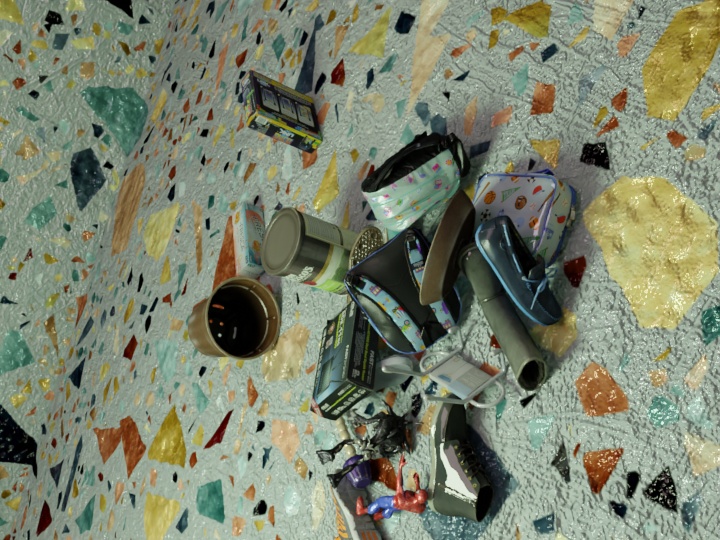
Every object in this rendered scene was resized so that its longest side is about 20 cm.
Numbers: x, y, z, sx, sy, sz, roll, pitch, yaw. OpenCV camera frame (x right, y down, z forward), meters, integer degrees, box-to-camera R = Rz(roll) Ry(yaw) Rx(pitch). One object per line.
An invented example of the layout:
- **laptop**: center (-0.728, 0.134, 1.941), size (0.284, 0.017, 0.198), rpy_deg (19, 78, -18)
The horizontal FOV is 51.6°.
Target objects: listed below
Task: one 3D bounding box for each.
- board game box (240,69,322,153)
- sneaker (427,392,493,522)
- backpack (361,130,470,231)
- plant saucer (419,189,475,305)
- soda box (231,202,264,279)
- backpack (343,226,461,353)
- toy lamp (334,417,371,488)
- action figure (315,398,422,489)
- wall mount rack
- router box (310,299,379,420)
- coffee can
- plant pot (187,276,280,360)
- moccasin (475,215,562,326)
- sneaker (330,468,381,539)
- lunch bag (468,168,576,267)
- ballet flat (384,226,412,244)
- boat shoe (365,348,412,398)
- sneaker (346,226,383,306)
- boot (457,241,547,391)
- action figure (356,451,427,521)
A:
- **board game box**: center (-0.203, -0.404, 1.903), size (0.057, 0.198, 0.167), rpy_deg (-43, 45, 34)
- **sneaker**: center (0.176, 0.310, 1.242), size (0.105, 0.074, 0.204), rpy_deg (-1, 84, 47)
- **backpack**: center (0.103, -0.172, 1.429), size (0.199, 0.127, 0.167), rpy_deg (-35, 14, -7)
- **plant saucer**: center (0.151, -0.033, 1.240), size (0.034, 0.200, 0.203), rpy_deg (20, 92, 16)
- **soda box**: center (-0.298, -0.081, 2.005), size (0.068, 0.063, 0.203), rpy_deg (-37, 50, 37)
- **backpack**: center (0.086, 0.044, 1.386), size (0.182, 0.201, 0.135), rpy_deg (-36, -1, -1)
- **toy lamp**: center (-0.025, 0.342, 1.491), size (0.058, 0.058, 0.201), rpy_deg (-51, 41, 26)
- **action figure**: center (0.014, 0.314, 1.387), size (0.120, 0.198, 0.102), rpy_deg (64, 166, -9)
- **wall mount rack**: center (0.144, 0.172, 1.262), size (0.199, 0.172, 0.075), rpy_deg (26, 140, 52)
- **router box**: center (-0.027, 0.170, 1.451), size (0.150, 0.061, 0.202), rpy_deg (-45, 29, 44)
- **coffee can**: center (-0.095, -0.038, 1.614), size (0.145, 0.198, 0.149), rpy_deg (-24, 58, 45)
- **plant pot**: center (-0.332, 0.132, 1.870), size (0.197, 0.198, 0.204), rpy_deg (-18, 62, 55)
- **moccasin**: center (0.259, 0.003, 1.164), size (0.068, 0.200, 0.081), rpy_deg (-32, 18, 35)
- **sneaker**: center (-0.033, 0.487, 1.423), size (0.113, 0.077, 0.201), rpy_deg (-56, 34, 27)
- **lunch bag**: center (0.273, -0.093, 1.273), size (0.199, 0.075, 0.163), rpy_deg (14, 85, 54)
- **ballet flat**: center (0.080, -0.042, 1.509), size (0.069, 0.069, 0.203), rpy_deg (-13, 66, 49)
- **boat shoe**: center (0.034, 0.189, 1.475), size (0.202, 0.074, 0.087), rpy_deg (-38, 35, 46)
- **sneaker**: center (0.000, 0.000, 1.558), size (0.076, 0.069, 0.203), rpy_deg (-124, 43, -70)
- **boot**: center (0.228, 0.073, 1.197), size (0.072, 0.182, 0.202), rpy_deg (-24, 46, 14)
- **action figure**: center (0.065, 0.387, 1.325), size (0.200, 0.064, 0.100), rpy_deg (-34, 40, 56)
